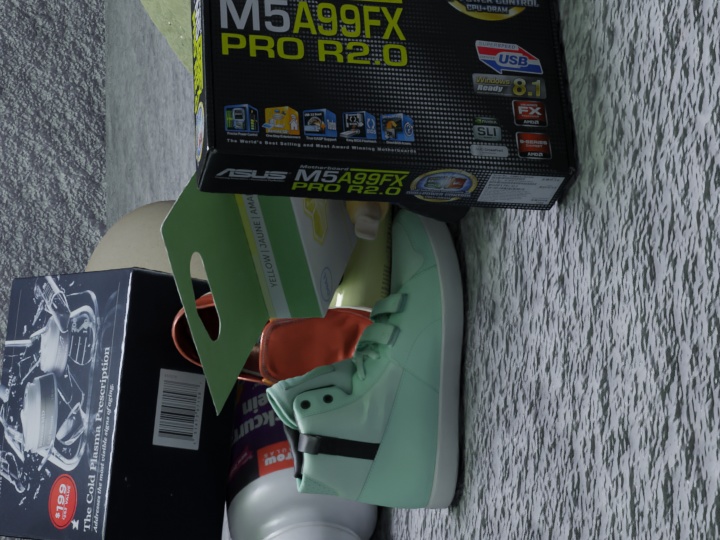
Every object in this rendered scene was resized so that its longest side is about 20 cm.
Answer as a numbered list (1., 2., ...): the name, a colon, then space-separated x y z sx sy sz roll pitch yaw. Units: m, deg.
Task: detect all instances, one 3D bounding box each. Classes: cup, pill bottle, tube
1. cup: -0.123 0.036 1.720 0.143 0.200 0.202 -2 85 52
2. pill bottle: -0.046 0.151 1.466 0.112 0.111 0.201 106 161 -45
3. tube: 0.000 0.000 1.437 0.058 0.052 0.201 2 81 44

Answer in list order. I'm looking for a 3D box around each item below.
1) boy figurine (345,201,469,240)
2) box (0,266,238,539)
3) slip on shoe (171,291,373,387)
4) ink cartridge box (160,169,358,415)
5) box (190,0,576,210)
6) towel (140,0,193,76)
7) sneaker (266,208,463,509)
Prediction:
1. boy figurine: 0.026 -0.078 1.273 0.125 0.064 0.200 -64 13 3
2. box: -0.185 0.107 1.480 0.182 0.104 0.201 -6 77 52
3. slip on shoe: -0.043 0.056 1.353 0.061 0.199 0.075 -13 -68 -60
4. ink cartridge box: -0.058 -0.027 1.251 0.200 0.048 0.146 -69 -29 -51
5. box: 0.009 -0.116 1.072 0.044 0.199 0.161 117 153 -60
6. towel: -0.084 -0.151 1.394 0.200 0.036 0.148 53 162 -8
7. sneaker: 0.001 0.048 1.259 0.074 0.118 0.202 129 142 -72
